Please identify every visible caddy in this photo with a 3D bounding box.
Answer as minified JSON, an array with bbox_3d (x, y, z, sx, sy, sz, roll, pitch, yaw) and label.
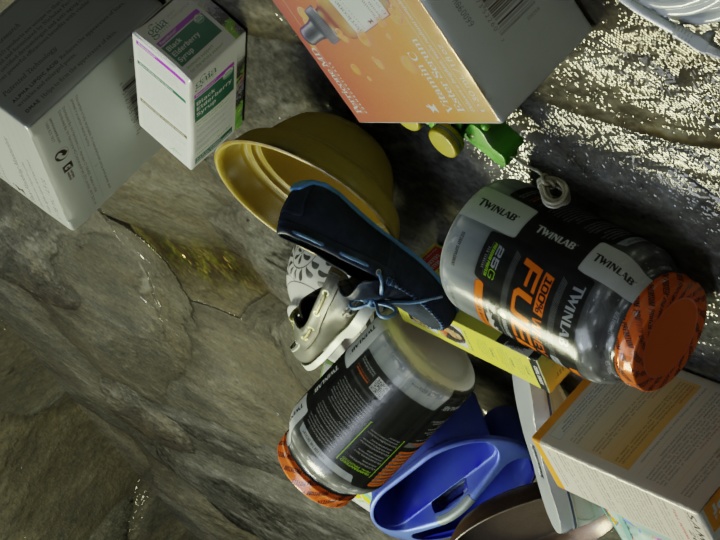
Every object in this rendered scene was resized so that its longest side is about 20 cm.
[{"bbox_3d":[0.096,0.218,1.882,0.141,0.105,0.200,24,130,-32],"label":"caddy"}]

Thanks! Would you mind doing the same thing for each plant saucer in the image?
[{"bbox_3d":[0.183,0.270,1.881,0.200,0.200,0.032,82,173,-60],"label":"plant saucer"}]

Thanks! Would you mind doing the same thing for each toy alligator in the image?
[{"bbox_3d":[0.090,-0.122,1.413,0.200,0.059,0.054,37,159,20],"label":"toy alligator"}]

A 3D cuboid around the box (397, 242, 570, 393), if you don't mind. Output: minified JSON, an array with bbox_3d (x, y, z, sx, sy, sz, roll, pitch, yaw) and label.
[{"bbox_3d":[0.123,0.042,1.663,0.200,0.075,0.050,27,153,44],"label":"box"}]

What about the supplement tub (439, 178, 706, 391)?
[{"bbox_3d":[0.173,0.013,1.431,0.200,0.123,0.123,28,155,37],"label":"supplement tub"}]

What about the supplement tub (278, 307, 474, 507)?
[{"bbox_3d":[0.012,0.142,1.795,0.122,0.200,0.123,34,-155,-19],"label":"supplement tub"}]

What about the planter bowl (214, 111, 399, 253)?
[{"bbox_3d":[-0.032,-0.090,1.661,0.200,0.084,0.200,26,159,11],"label":"planter bowl"}]

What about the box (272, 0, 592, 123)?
[{"bbox_3d":[0.042,-0.197,1.288,0.152,0.106,0.200,53,159,-22],"label":"box"}]

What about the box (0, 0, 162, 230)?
[{"bbox_3d":[-0.299,-0.188,1.845,0.131,0.200,0.199,35,159,23],"label":"box"}]

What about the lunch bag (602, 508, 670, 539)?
[{"bbox_3d":[0.319,0.267,1.720,0.160,0.077,0.200,25,153,43],"label":"lunch bag"}]

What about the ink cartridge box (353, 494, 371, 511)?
[{"bbox_3d":[0.020,0.283,2.372,0.104,0.059,0.200,29,155,36],"label":"ink cartridge box"}]

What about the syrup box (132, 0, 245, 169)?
[{"bbox_3d":[-0.171,-0.191,1.765,0.081,0.079,0.200,41,160,10],"label":"syrup box"}]

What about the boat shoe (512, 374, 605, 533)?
[{"bbox_3d":[0.203,0.160,1.750,0.071,0.070,0.200,-147,41,-77],"label":"boat shoe"}]

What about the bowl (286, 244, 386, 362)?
[{"bbox_3d":[-0.017,0.038,1.902,0.201,0.094,0.201,38,159,17],"label":"bowl"}]

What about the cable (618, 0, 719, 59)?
[{"bbox_3d":[0.165,-0.236,1.024,0.200,0.069,0.200,35,158,27],"label":"cable"}]

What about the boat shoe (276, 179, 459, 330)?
[{"bbox_3d":[0.000,0.000,1.606,0.200,0.069,0.084,37,159,-16],"label":"boat shoe"}]

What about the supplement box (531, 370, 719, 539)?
[{"bbox_3d":[0.266,0.156,1.528,0.200,0.126,0.074,22,150,49],"label":"supplement box"}]

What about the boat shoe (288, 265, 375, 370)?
[{"bbox_3d":[-0.034,0.044,1.762,0.060,0.072,0.202,35,154,-5],"label":"boat shoe"}]

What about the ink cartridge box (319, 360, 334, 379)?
[{"bbox_3d":[0.010,0.166,1.999,0.067,0.117,0.200,15,-177,21],"label":"ink cartridge box"}]
